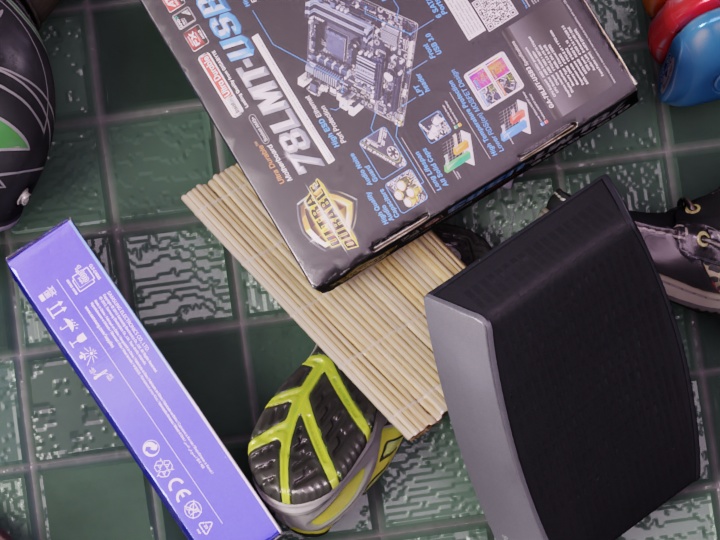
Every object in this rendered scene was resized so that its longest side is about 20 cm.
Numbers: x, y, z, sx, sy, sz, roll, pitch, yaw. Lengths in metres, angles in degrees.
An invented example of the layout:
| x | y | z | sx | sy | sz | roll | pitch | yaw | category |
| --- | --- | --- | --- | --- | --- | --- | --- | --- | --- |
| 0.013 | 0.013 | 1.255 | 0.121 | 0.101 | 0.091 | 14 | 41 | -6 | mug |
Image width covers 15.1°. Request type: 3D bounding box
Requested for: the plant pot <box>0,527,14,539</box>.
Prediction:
| x | y | z | sx | sy | sz | roll | pitch | yaw | category |
| --- | --- | --- | --- | --- | --- | --- | --- | --- | --- |
| -0.254 | 0.205 | 1.383 | 0.200 | 0.175 | 0.201 | 0 | 83 | -3 | plant pot |

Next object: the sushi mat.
| x | y | z | sx | sy | sz | roll | pitch | yaw | category |
| --- | --- | --- | --- | --- | --- | --- | --- | --- | --- |
| 0.000 | 0.000 | 1.453 | 0.096 | 0.012 | 0.200 | -35 | 63 | -20 | sushi mat |

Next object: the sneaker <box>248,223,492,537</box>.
| x | y | z | sx | sy | sz | roll | pitch | yaw | category |
| --- | --- | --- | --- | --- | --- | --- | --- | --- | --- |
| 0.005 | 0.056 | 1.470 | 0.075 | 0.076 | 0.200 | 30 | 64 | 20 | sneaker |

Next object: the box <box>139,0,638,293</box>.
| x | y | z | sx | sy | sz | roll | pitch | yaw | category |
| --- | --- | --- | --- | --- | --- | --- | --- | --- | --- |
| 0.011 | -0.123 | 1.411 | 0.198 | 0.050 | 0.200 | -32 | 83 | 5 | box |

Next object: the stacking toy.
| x | y | z | sx | sy | sz | roll | pitch | yaw | category |
| --- | --- | --- | --- | --- | --- | --- | --- | --- | --- |
| 0.189 | -0.200 | 1.498 | 0.109 | 0.116 | 0.201 | -16 | 74 | -8 | stacking toy |

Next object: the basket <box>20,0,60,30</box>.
| x | y | z | sx | sy | sz | roll | pitch | yaw | category |
| --- | --- | --- | --- | --- | --- | --- | --- | --- | --- |
| -0.158 | -0.260 | 1.463 | 0.200 | 0.136 | 0.180 | -41 | 89 | -10 | basket |

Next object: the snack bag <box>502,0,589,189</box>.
| x | y | z | sx | sy | sz | roll | pitch | yaw | category |
| --- | --- | --- | --- | --- | --- | --- | --- | --- | --- |
| 0.030 | -0.168 | 1.516 | 0.200 | 0.021 | 0.189 | 23 | 83 | -1 | snack bag |

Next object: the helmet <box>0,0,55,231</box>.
| x | y | z | sx | sy | sz | roll | pitch | yaw | category |
| --- | --- | --- | --- | --- | --- | --- | --- | --- | --- |
| -0.258 | -0.091 | 1.404 | 0.190 | 0.200 | 0.200 | -31 | 86 | -4 | helmet |

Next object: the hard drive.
| x | y | z | sx | sy | sz | roll | pitch | yaw | category |
| --- | --- | --- | --- | --- | --- | --- | --- | --- | --- |
| 0.113 | 0.063 | 1.416 | 0.135 | 0.042 | 0.200 | -33 | 129 | -19 | hard drive |

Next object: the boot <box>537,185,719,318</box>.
| x | y | z | sx | sy | sz | roll | pitch | yaw | category |
| --- | --- | --- | --- | --- | --- | --- | --- | --- | --- |
| 0.211 | -0.051 | 1.472 | 0.203 | 0.073 | 0.154 | 19 | 98 | -8 | boot |

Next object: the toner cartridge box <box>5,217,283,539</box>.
| x | y | z | sx | sy | sz | roll | pitch | yaw | category |
| --- | --- | --- | --- | --- | --- | --- | --- | --- | --- |
| -0.115 | 0.070 | 1.445 | 0.043 | 0.095 | 0.200 | -34 | 87 | -6 | toner cartridge box |
